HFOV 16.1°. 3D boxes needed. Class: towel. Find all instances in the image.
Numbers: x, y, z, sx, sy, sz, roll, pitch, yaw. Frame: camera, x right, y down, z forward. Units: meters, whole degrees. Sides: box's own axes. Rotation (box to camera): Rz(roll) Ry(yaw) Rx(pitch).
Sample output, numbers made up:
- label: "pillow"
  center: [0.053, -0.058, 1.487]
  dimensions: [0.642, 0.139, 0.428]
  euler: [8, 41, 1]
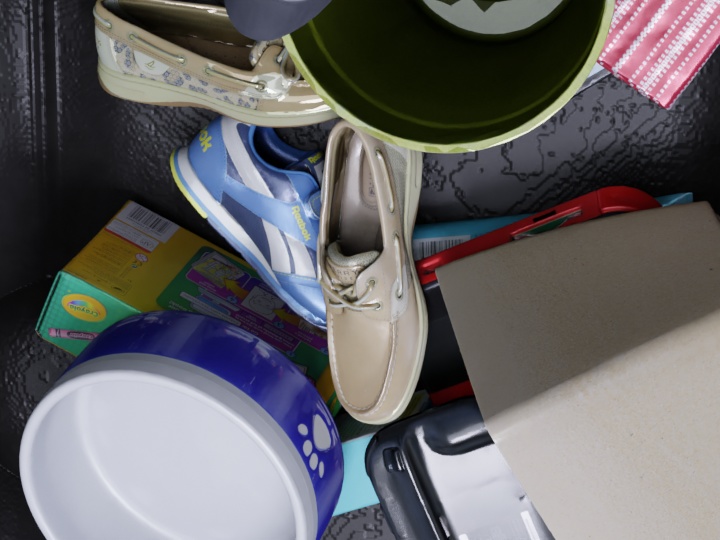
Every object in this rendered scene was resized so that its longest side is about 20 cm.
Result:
- label: "towel"
  center: [0.157, -0.216, 1.623]
  dimensions: [0.200, 0.022, 0.145]
  euler: [37, 109, 2]

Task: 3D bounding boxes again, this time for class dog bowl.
- label: "dog bowl"
  center: [-0.114, 0.128, 1.645]
  dimensions: [0.200, 0.079, 0.200]
  euler: [11, 125, 17]

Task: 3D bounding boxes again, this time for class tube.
- label: "tube"
  center: [0.122, -0.009, 1.692]
  dimensions: [0.200, 0.050, 0.078]
  euler: [-3, 116, 10]

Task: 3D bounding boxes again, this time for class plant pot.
- label: "plant pot"
  center: [0.066, -0.188, 1.536]
  dimensions: [0.200, 0.193, 0.201]
  euler: [3, 104, 12]
- label: "plant pot"
  center: [0.182, 0.076, 1.583]
  dimensions: [0.177, 0.200, 0.200]
  euler: [-28, 120, 8]

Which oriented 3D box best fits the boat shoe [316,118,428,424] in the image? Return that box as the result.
- label: "boat shoe"
  center: [0.000, 0.000, 1.634]
  dimensions: [0.072, 0.065, 0.201]
  euler: [6, 96, 31]

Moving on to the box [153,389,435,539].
- label: "box"
  center: [-0.040, 0.141, 1.746]
  dimensions: [0.200, 0.082, 0.049]
  euler: [-18, 100, 17]

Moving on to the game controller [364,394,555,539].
- label: "game controller"
  center: [0.081, 0.180, 1.660]
  dimensions: [0.104, 0.042, 0.200]
  euler: [-23, 105, 1]

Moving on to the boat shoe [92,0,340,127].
- label: "boat shoe"
  center: [-0.082, -0.142, 1.681]
  dimensions: [0.200, 0.073, 0.063]
  euler: [4, 131, 11]

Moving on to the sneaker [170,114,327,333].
- label: "sneaker"
  center: [-0.035, -0.030, 1.708]
  dimensions: [0.200, 0.074, 0.082]
  euler: [45, 107, -2]

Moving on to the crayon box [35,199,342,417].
- label: "crayon box"
  center: [-0.101, 0.042, 1.712]
  dimensions: [0.200, 0.119, 0.058]
  euler: [28, 121, 5]

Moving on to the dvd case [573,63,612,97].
- label: "dvd case"
  center: [0.148, -0.200, 1.650]
  dimensions: [0.200, 0.018, 0.143]
  euler: [-30, 96, 17]

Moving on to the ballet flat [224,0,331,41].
- label: "ballet flat"
  center: [-0.014, -0.206, 1.413]
  dimensions: [0.073, 0.073, 0.200]
  euler: [43, 108, 0]

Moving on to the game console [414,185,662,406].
- label: "game console"
  center: [0.131, 0.043, 1.686]
  dimensions: [0.200, 0.031, 0.177]
  euler: [-21, 122, 17]
